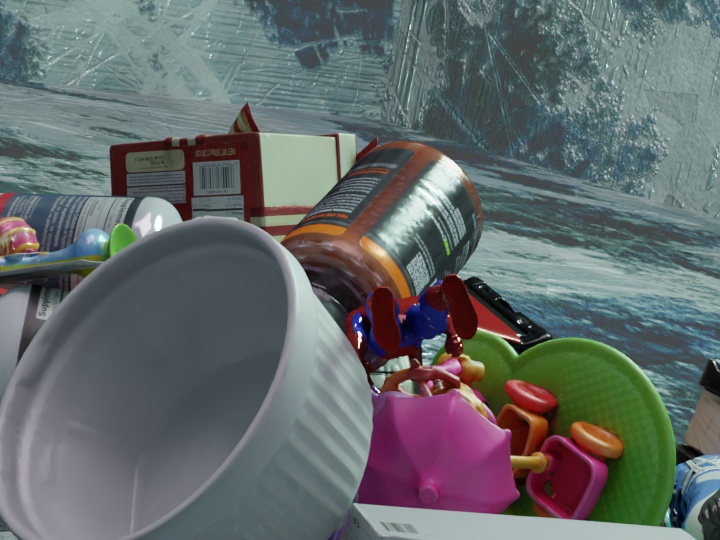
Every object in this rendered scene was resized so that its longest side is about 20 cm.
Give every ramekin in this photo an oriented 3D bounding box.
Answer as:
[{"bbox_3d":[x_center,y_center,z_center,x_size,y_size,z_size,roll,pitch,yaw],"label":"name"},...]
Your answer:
[{"bbox_3d":[-0.086,0.082,0.905,0.200,0.201,0.105,22,-17,48],"label":"ramekin"}]

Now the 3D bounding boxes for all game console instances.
[{"bbox_3d":[0.072,0.071,1.340,0.118,0.174,0.200,-15,15,-9],"label":"game console"}]

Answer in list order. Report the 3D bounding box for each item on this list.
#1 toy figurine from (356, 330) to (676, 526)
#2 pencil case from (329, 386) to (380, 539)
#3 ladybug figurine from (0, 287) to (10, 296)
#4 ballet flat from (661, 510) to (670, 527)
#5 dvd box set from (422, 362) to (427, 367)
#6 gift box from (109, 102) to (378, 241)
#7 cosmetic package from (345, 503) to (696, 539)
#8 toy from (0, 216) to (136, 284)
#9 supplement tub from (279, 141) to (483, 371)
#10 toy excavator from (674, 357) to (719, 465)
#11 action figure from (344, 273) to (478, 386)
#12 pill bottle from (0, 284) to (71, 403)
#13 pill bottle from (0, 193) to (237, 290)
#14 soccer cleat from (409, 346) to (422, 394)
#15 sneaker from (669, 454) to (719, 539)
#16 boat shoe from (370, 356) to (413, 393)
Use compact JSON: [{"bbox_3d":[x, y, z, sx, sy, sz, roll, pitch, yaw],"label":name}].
[{"bbox_3d":[0.058,0.098,1.016,0.200,0.151,0.183,35,17,37],"label":"toy figurine"},{"bbox_3d":[-0.031,0.124,1.038,0.084,0.085,0.200,46,15,-1],"label":"pencil case"},{"bbox_3d":[-0.233,0.057,1.222,0.199,0.072,0.136,8,11,-19],"label":"ladybug figurine"},{"bbox_3d":[0.178,0.153,1.178,0.063,0.069,0.200,-2,7,8],"label":"ballet flat"},{"bbox_3d":[-0.054,0.079,1.408,0.146,0.030,0.200,16,11,28],"label":"dvd box set"},{"bbox_3d":[-0.094,-0.049,1.499,0.183,0.202,0.186,3,3,29],"label":"gift box"},{"bbox_3d":[0.086,0.175,0.903,0.199,0.083,0.051,8,10,-21],"label":"cosmetic package"},{"bbox_3d":[-0.236,-0.012,1.123,0.199,0.048,0.115,-2,-2,23],"label":"toy"},{"bbox_3d":[0.000,0.000,1.139,0.106,0.108,0.200,15,35,21],"label":"supplement tub"},{"bbox_3d":[0.371,0.154,1.331,0.199,0.101,0.194,15,8,-37],"label":"toy excavator"},{"bbox_3d":[0.024,0.034,0.969,0.065,0.052,0.200,-15,-2,-5],"label":"action figure"},{"bbox_3d":[-0.178,0.071,1.081,0.199,0.117,0.116,9,10,-9],"label":"pill bottle"},{"bbox_3d":[-0.194,0.002,1.326,0.198,0.121,0.120,2,9,7],"label":"pill bottle"},{"bbox_3d":[-0.021,0.091,1.260,0.068,0.074,0.199,19,12,36],"label":"soccer cleat"},{"bbox_3d":[0.245,0.170,1.178,0.077,0.076,0.200,-4,1,23],"label":"sneaker"},{"bbox_3d":[-0.017,0.056,1.208,0.072,0.065,0.201,7,48,-30],"label":"boat shoe"}]
